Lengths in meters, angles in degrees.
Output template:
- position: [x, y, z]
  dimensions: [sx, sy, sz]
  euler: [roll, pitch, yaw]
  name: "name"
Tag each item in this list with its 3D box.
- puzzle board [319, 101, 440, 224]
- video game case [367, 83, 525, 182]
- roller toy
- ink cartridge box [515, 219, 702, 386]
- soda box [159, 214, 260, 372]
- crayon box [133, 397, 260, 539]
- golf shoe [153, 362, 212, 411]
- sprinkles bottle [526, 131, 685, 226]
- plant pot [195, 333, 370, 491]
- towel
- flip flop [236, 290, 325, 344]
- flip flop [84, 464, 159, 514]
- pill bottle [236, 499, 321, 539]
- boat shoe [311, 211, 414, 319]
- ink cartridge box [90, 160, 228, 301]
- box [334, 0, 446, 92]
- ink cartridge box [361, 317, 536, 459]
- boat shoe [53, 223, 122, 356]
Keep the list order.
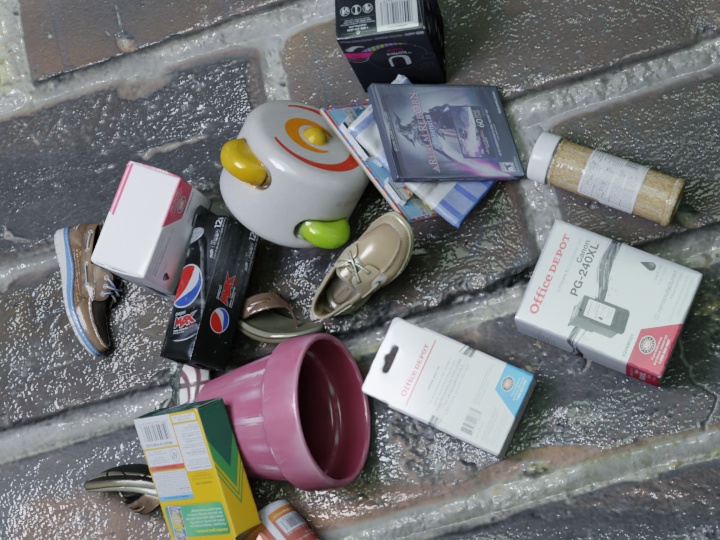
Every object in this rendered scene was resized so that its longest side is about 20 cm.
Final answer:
- position: [0.051, -0.152, 1.679]
  dimensions: [0.200, 0.151, 0.017]
  euler: [53, 126, 16]
  name: "puzzle board"
- position: [0.116, -0.184, 1.666]
  dimensions: [0.200, 0.019, 0.143]
  euler: [-3, 67, -29]
  name: "video game case"
- position: [-0.086, -0.135, 1.665]
  dimensions: [0.200, 0.182, 0.140]
  euler: [25, 125, -7]
  name: "roller toy"
- position: [0.315, 0.041, 1.598]
  dimensions: [0.200, 0.083, 0.145]
  euler: [22, 83, 16]
  name: "ink cartridge box"
- position: [-0.199, 0.030, 1.657]
  dimensions: [0.063, 0.071, 0.200]
  euler: [3, 75, 41]
  name: "soda box"
- position: [-0.203, 0.268, 1.576]
  dimensions: [0.126, 0.052, 0.200]
  euler: [-14, 93, 40]
  name: "crayon box"
- position: [-0.227, 0.163, 1.717]
  dimensions: [0.088, 0.077, 0.200]
  euler: [21, 83, -7]
  name: "golf shoe"
- position: [0.323, -0.121, 1.647]
  dimensions: [0.200, 0.068, 0.068]
  euler: [21, 83, 16]
  name: "sprinkles bottle"
- position: [-0.109, 0.191, 1.623]
  dimensions: [0.179, 0.200, 0.200]
  euler: [-11, 75, 26]
  name: "plant pot"
- position: [0.091, -0.163, 1.667]
  dimensions: [0.200, 0.024, 0.147]
  euler: [42, 51, 1]
  name: "towel"
- position: [-0.139, 0.050, 1.696]
  dimensions: [0.200, 0.081, 0.058]
  euler: [23, 112, 29]
  name: "flip flop"
- position: [-0.278, 0.302, 1.687]
  dimensions: [0.200, 0.081, 0.058]
  euler: [3, 98, 8]
  name: "flip flop"
- position: [-0.075, 0.402, 1.599]
  dimensions: [0.112, 0.112, 0.200]
  euler: [-43, 72, 1]
  name: "pill bottle"
- position: [0.000, 0.000, 1.638]
  dimensions: [0.072, 0.065, 0.200]
  euler: [52, 133, 10]
  name: "boat shoe"
- position: [-0.266, -0.045, 1.693]
  dimensions: [0.085, 0.200, 0.146]
  euler: [18, 82, 15]
  name: "ink cartridge box"
- position: [0.042, -0.327, 1.686]
  dimensions: [0.122, 0.200, 0.106]
  euler: [-5, 77, 11]
  name: "box"
- position: [0.116, 0.152, 1.634]
  dimensions: [0.200, 0.067, 0.116]
  euler: [24, 84, 16]
  name: "ink cartridge box"
- position: [-0.380, 0.022, 1.772]
  dimensions: [0.072, 0.072, 0.200]
  euler: [-20, 74, 6]
  name: "boat shoe"
